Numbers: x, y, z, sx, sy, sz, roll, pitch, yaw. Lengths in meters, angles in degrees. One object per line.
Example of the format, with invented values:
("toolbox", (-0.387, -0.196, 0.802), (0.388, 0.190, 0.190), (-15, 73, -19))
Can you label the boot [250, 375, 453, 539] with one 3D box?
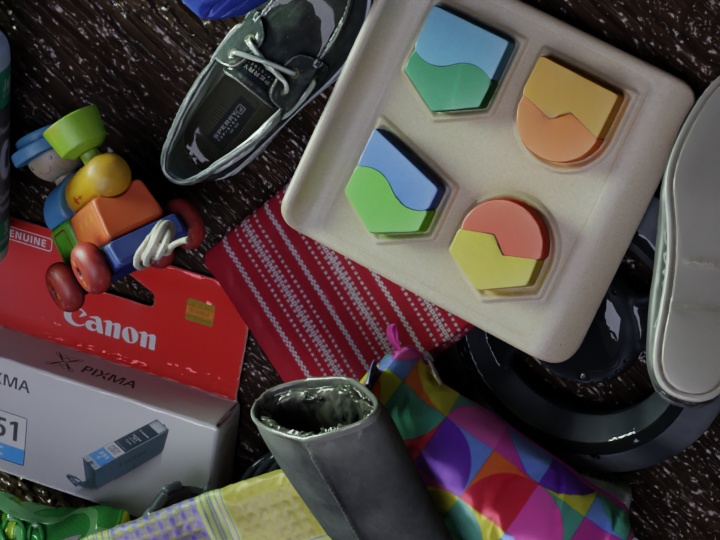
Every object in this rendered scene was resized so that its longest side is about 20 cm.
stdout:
("boot", (0.040, 0.155, 1.454), (0.182, 0.073, 0.200), (1, 121, 34))

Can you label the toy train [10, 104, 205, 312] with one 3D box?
("toy train", (-0.156, -0.052, 1.538), (0.116, 0.085, 0.200), (63, 158, 0))

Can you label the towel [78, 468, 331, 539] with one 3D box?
("towel", (-0.089, 0.212, 1.569), (0.200, 0.023, 0.144), (-18, 96, 8))

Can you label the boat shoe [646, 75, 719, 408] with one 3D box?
("boat shoe", (0.201, -0.019, 1.441), (0.067, 0.057, 0.200), (12, 84, 1))

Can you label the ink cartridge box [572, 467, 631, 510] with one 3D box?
("ink cartridge box", (0.070, 0.211, 1.575), (0.160, 0.047, 0.200), (15, 93, 3))

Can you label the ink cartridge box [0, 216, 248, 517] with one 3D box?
("ink cartridge box", (-0.178, 0.070, 1.669), (0.200, 0.045, 0.176), (16, 120, 14))

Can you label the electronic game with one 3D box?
("electronic game", (0.138, 0.031, 1.523), (0.200, 0.042, 0.200), (11, 115, 25))

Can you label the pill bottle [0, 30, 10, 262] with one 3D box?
("pill bottle", (-0.281, -0.101, 1.587), (0.113, 0.113, 0.200), (12, 115, 17))

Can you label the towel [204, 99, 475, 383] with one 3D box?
("towel", (0.000, 0.000, 1.555), (0.200, 0.022, 0.145), (-37, 84, 35))

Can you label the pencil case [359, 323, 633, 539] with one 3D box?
("pencil case", (0.073, 0.125, 1.508), (0.200, 0.088, 0.088), (38, 122, 0))

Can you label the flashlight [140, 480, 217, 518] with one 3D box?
("flashlight", (-0.140, 0.218, 1.674), (0.068, 0.068, 0.200), (30, 138, -3))

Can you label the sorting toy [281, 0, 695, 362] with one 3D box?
("sorting toy", (0.072, -0.067, 1.467), (0.200, 0.036, 0.185), (27, 100, 12))

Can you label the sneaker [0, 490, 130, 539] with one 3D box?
("sneaker", (-0.238, 0.189, 1.699), (0.200, 0.074, 0.084), (-10, 144, 41))

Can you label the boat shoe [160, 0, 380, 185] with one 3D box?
("boat shoe", (-0.053, -0.121, 1.511), (0.072, 0.071, 0.200), (37, 121, 2))

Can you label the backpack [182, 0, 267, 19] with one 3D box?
("backpack", (-0.060, -0.257, 1.405), (0.168, 0.163, 0.200), (43, 110, -10))

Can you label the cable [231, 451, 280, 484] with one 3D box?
("cable", (-0.019, 0.189, 1.664), (0.163, 0.051, 0.200), (3, 119, 26))
